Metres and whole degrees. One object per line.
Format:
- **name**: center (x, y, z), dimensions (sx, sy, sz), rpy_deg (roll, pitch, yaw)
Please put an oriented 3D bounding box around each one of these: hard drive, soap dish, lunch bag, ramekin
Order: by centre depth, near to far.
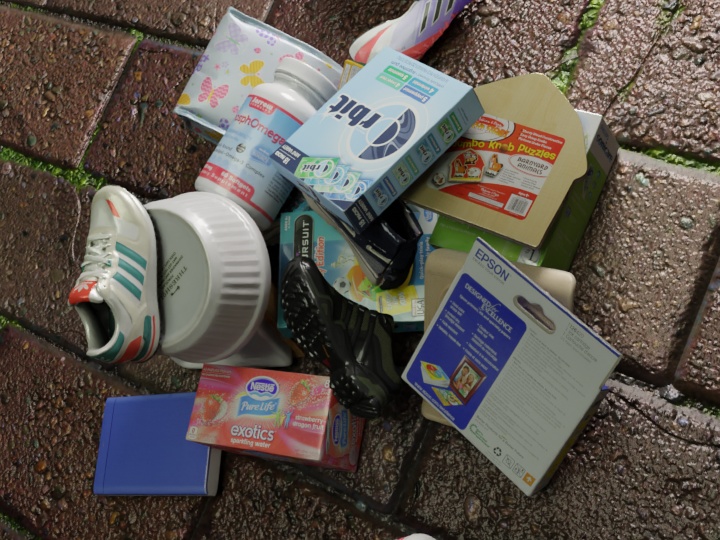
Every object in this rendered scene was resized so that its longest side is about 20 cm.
- **ramekin**: center (-0.209, 0.008, 1.165), dimensions (0.201, 0.094, 0.205), rpy_deg (0, 89, 28)
- **soap dish**: center (-0.184, 0.057, 1.293), dimensions (0.198, 0.158, 0.082), rpy_deg (-4, 54, 28)
- **hard drive**: center (-0.269, 0.232, 1.341), dimensions (0.198, 0.025, 0.133), rpy_deg (-8, 69, 31)
- **lunch bag**: center (-0.125, -0.229, 1.372), dimensions (0.199, 0.127, 0.171), rpy_deg (26, 86, 7)

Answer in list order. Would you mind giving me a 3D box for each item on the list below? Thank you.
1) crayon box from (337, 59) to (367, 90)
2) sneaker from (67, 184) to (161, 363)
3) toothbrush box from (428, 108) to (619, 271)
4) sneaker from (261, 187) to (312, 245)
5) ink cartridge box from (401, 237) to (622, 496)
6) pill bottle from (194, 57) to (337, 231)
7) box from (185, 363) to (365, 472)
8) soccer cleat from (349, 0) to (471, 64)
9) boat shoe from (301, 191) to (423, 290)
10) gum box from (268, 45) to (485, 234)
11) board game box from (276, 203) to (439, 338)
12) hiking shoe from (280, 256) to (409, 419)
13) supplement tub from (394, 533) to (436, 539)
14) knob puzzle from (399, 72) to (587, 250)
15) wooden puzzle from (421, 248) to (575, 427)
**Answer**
- **crayon box**: center (0.043, -0.175, 1.266), dimensions (0.199, 0.051, 0.127), rpy_deg (32, 112, 41)
- **sneaker**: center (-0.273, 0.004, 1.093), dimensions (0.070, 0.093, 0.202), rpy_deg (-9, 86, 27)
- **toothbrush box**: center (0.190, -0.089, 1.169), dimensions (0.145, 0.086, 0.201), rpy_deg (21, 82, 33)
- **sneaker**: center (-0.139, -0.049, 1.338), dimensions (0.199, 0.086, 0.078), rpy_deg (-31, 66, 7)
- **ink cartridge box**: center (0.159, 0.099, 1.064), dimensions (0.197, 0.047, 0.201), rpy_deg (42, 121, 26)
- **pill bottle**: center (-0.113, -0.159, 1.256), dimensions (0.108, 0.109, 0.201), rpy_deg (26, 82, 33)
- **box**: center (-0.101, 0.178, 1.230), dimensions (0.198, 0.095, 0.104), rpy_deg (3, 74, 30)
- **soccer cleat**: center (0.080, -0.315, 1.330), dimensions (0.199, 0.068, 0.074), rpy_deg (-30, 75, 18)
- **boat shoe**: center (0.003, -0.081, 1.177), dimensions (0.200, 0.074, 0.093), rpy_deg (52, 145, 18)
- **gum box**: center (0.015, -0.155, 1.150), dimensions (0.200, 0.045, 0.170), rpy_deg (-44, 44, -7)
- **board game box**: center (0.000, 0.000, 1.233), dimensions (0.198, 0.047, 0.152), rpy_deg (-4, 70, 10)
- **hiking shoe**: center (-0.015, 0.066, 1.153), dimensions (0.076, 0.100, 0.201), rpy_deg (-26, 94, 51)
- **supplement tub**: center (0.004, 0.373, 1.075), dimensions (0.199, 0.140, 0.142), rpy_deg (-22, 63, 21)
- **knob puzzle**: center (0.163, -0.132, 1.126), dimensions (0.218, 0.030, 0.222), rpy_deg (-8, 63, 15)
- **wooden puzzle**: center (0.154, 0.085, 1.121), dimensions (0.184, 0.046, 0.202), rpy_deg (12, 106, 36)
